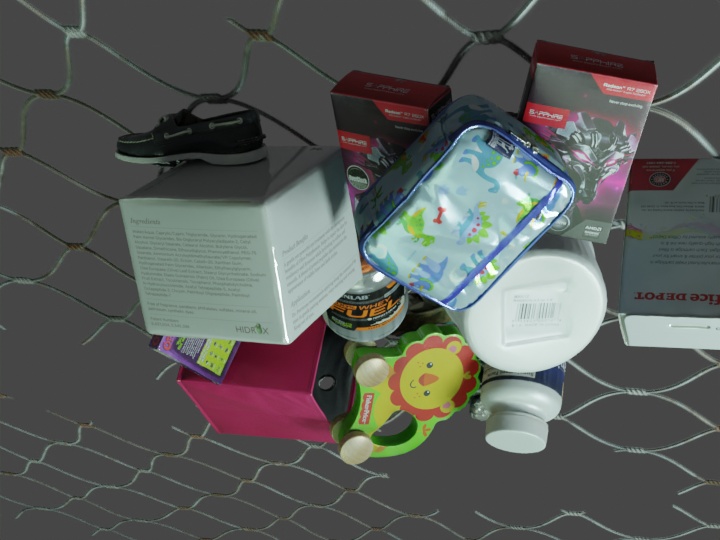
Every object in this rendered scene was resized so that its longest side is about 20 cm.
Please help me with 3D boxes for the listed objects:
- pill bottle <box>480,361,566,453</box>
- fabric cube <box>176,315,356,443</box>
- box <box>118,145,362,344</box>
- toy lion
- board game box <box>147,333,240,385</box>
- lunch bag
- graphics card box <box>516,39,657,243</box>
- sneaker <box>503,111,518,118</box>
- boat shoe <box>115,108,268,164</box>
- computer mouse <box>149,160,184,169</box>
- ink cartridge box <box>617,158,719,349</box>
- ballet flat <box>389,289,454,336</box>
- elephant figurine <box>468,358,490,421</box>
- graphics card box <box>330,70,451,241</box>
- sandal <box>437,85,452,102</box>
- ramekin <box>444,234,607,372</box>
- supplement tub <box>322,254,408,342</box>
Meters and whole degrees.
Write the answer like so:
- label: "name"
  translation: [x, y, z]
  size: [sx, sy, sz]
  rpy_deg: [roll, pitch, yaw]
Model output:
- label: "pill bottle"
  translation: [0.223, 0.141, 1.791]
  size: [0.111, 0.200, 0.111]
  rpy_deg: [9, 154, 4]
- label: "fabric cube"
  translation: [-0.121, 0.121, 1.887]
  size: [0.199, 0.197, 0.200]
  rpy_deg: [2, 152, 16]
- label: "box"
  translation: [-0.132, -0.035, 1.507]
  size: [0.200, 0.199, 0.172]
  rpy_deg: [3, 114, 26]
- label: "toy lion"
  translation: [0.067, 0.166, 1.796]
  size: [0.191, 0.069, 0.200]
  rpy_deg: [2, 116, -19]
- label: "board game box"
  translation: [-0.193, 0.038, 1.752]
  size: [0.032, 0.200, 0.120]
  rpy_deg: [11, 161, 44]
- label: "lunch bag"
  translation: [0.106, -0.063, 1.313]
  size: [0.161, 0.083, 0.200]
  rpy_deg: [33, 115, -26]
- label: "graphics card box"
  translation: [0.218, -0.129, 1.350]
  size: [0.125, 0.051, 0.200]
  rpy_deg: [10, 127, -2]
- label: "sneaker"
  translation: [0.199, -0.112, 1.429]
  size: [0.200, 0.079, 0.074]
  rpy_deg: [30, 172, -29]
- label: "boat shoe"
  translation: [-0.200, -0.159, 1.528]
  size: [0.199, 0.076, 0.060]
  rpy_deg: [0, 109, 20]
- label: "computer mouse"
  translation: [-0.243, -0.095, 1.687]
  size: [0.109, 0.044, 0.200]
  rpy_deg: [15, 147, -19]
- label: "ink cartridge box"
  translation: [0.363, -0.018, 1.432]
  size: [0.145, 0.200, 0.083]
  rpy_deg: [2, 152, 18]
- label: "ballet flat"
  translation: [0.103, 0.043, 1.806]
  size: [0.200, 0.071, 0.071]
  rpy_deg: [-17, 142, 40]
- label: "elephant figurine"
  translation: [0.109, 0.136, 1.907]
  size: [0.199, 0.142, 0.155]
  rpy_deg: [6, 139, -3]
- label: "graphics card box"
  translation: [0.045, -0.106, 1.399]
  size: [0.125, 0.051, 0.200]
  rpy_deg: [15, 132, 32]
- label: "sandal"
  translation: [0.112, -0.120, 1.446]
  size: [0.057, 0.080, 0.201]
  rpy_deg: [-38, 126, 1]
- label: "ramekin"
  translation: [0.201, 0.028, 1.589]
  size: [0.200, 0.098, 0.201]
  rpy_deg: [-5, 123, -7]
- label: "supplement tub"
  translation: [0.000, 0.000, 1.689]
  size: [0.122, 0.123, 0.200]
  rpy_deg: [7, 153, 8]
